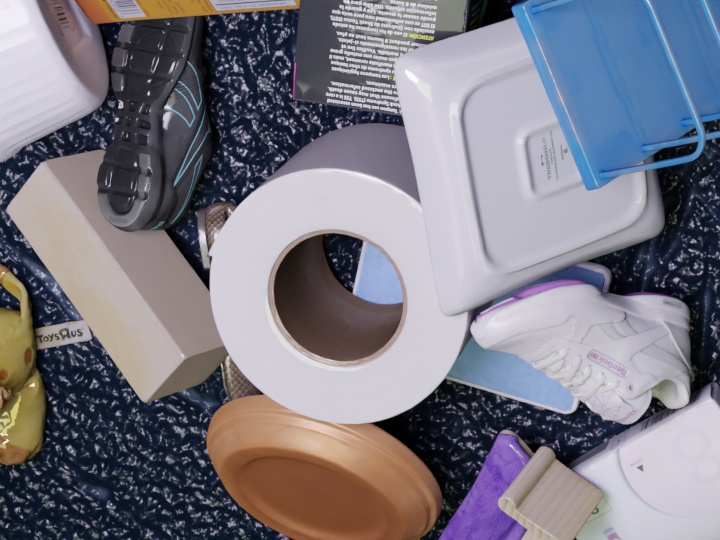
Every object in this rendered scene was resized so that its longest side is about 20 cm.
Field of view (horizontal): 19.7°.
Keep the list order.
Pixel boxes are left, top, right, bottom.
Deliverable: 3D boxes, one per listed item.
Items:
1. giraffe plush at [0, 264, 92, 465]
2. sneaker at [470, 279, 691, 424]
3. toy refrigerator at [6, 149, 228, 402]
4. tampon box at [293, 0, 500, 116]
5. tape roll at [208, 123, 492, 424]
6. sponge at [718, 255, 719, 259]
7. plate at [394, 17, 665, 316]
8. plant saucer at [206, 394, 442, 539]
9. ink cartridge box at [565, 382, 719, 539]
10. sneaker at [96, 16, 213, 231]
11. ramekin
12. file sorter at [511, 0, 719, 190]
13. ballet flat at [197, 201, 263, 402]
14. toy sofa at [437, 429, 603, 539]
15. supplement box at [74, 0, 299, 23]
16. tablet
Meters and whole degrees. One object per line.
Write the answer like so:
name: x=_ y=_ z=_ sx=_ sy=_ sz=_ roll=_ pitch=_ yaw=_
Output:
giraffe plush: x=-0.337 y=0.104 z=1.716 sx=0.200 sy=0.162 sz=0.173 roll=-28 pitch=98 yaw=22
sneaker: x=0.174 y=0.062 z=1.545 sx=0.075 sy=0.200 sz=0.100 roll=-30 pitch=60 yaw=54
toy refrigerator: x=-0.191 y=0.004 z=1.655 sx=0.200 sy=0.076 sz=0.070 roll=53 pitch=124 yaw=14
tampon box: x=0.034 y=-0.227 z=1.509 sx=0.126 sy=0.150 sz=0.200 roll=10 pitch=110 yaw=11
tape roll: x=0.000 y=0.000 z=1.587 sx=0.202 sy=0.139 sz=0.203 roll=5 pitch=109 yaw=15
sponge: x=0.382 y=-0.019 z=1.548 sx=0.200 sy=0.030 sz=0.112 roll=24 pitch=112 yaw=7
plate: x=0.131 y=-0.085 z=1.479 sx=0.200 sy=0.032 sz=0.200 roll=-21 pitch=112 yaw=-22
plant saucer: x=-0.034 y=0.172 z=1.666 sx=0.200 sy=0.038 sz=0.200 roll=16 pitch=147 yaw=11
ink cartridge box: x=0.268 y=0.210 z=1.647 sx=0.162 sy=0.057 sz=0.200 roll=-33 pitch=92 yaw=22
sneaker: x=-0.155 y=-0.128 z=1.643 sx=0.075 sy=0.079 sz=0.200 roll=15 pitch=93 yaw=36
ramekin: x=-0.271 y=-0.192 z=1.584 sx=0.098 sy=0.200 sz=0.201 roll=-20 pitch=102 yaw=8
file sorter: x=0.234 y=-0.165 z=1.431 sx=0.123 sy=0.200 sz=0.139 roll=-8 pitch=109 yaw=53
ballet flat: x=-0.093 y=0.041 z=1.685 sx=0.046 sy=0.067 sz=0.200 roll=-8 pitch=101 yaw=7
toy sofa: x=0.101 y=0.230 z=1.653 sx=0.098 sy=0.083 sz=0.200 roll=36 pitch=128 yaw=9
supplement box: x=-0.125 y=-0.235 z=1.571 sx=0.200 sy=0.067 sz=0.069 roll=0 pitch=148 yaw=22
tablet: x=0.091 y=0.031 z=1.654 sx=0.200 sy=0.014 sz=0.130 roll=16 pitch=112 yaw=11
